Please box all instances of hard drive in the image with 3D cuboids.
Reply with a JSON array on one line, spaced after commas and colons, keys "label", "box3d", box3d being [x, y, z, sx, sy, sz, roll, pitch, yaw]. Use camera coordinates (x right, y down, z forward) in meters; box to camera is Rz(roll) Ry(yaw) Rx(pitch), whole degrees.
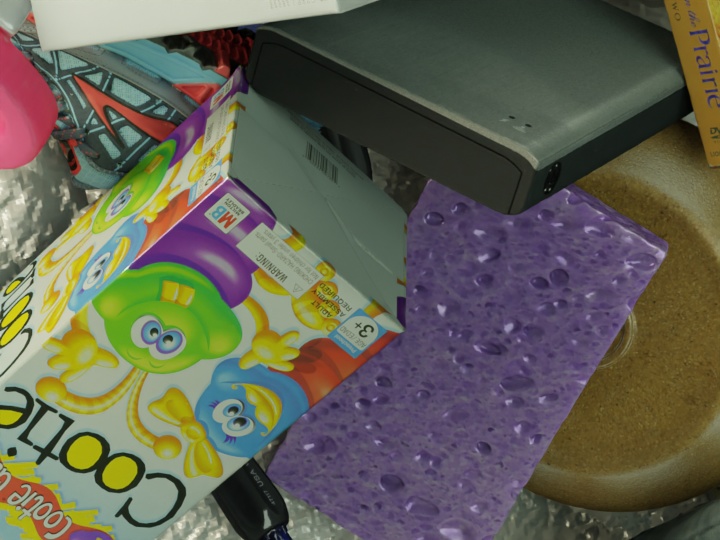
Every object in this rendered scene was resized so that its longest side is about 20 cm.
[{"label": "hard drive", "box3d": [0.059, -0.089, 1.043, 0.200, 0.139, 0.033, -29, 141, -56]}]

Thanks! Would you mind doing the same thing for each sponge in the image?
[{"label": "sponge", "box3d": [0.048, 0.042, 1.098, 0.111, 0.030, 0.201, 31, 108, 4]}]

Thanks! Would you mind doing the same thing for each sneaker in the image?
[{"label": "sneaker", "box3d": [-0.116, -0.079, 1.038, 0.199, 0.079, 0.096, 26, 109, -16]}]

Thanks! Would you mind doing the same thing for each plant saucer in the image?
[{"label": "plant saucer", "box3d": [0.112, 0.023, 1.113, 0.199, 0.035, 0.201, 4, 103, 17]}]

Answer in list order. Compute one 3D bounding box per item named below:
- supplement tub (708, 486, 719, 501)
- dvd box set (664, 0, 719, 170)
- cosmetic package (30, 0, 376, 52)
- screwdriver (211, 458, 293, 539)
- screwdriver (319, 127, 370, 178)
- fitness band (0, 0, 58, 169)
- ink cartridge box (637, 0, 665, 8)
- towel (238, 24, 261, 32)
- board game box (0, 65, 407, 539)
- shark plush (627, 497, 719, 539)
[{"label": "supplement tub", "box3d": [0.242, 0.062, 1.174, 0.144, 0.145, 0.201, -10, 100, -20]}, {"label": "dvd box set", "box3d": [0.189, -0.164, 1.075, 0.146, 0.029, 0.201, -24, 103, -37]}, {"label": "cosmetic package", "box3d": [-0.020, -0.140, 0.976, 0.200, 0.150, 0.052, -27, 111, -52]}, {"label": "screwdriver", "box3d": [-0.018, 0.156, 1.099, 0.028, 0.029, 0.200, -37, 80, 8]}, {"label": "screwdriver", "box3d": [0.000, 0.000, 1.129, 0.029, 0.028, 0.201, -9, 109, 1]}, {"label": "fitness band", "box3d": [-0.211, -0.111, 0.976, 0.200, 0.143, 0.038, 38, 64, -20]}, {"label": "ink cartridge box", "box3d": [0.110, -0.233, 1.105, 0.199, 0.083, 0.146, 26, 79, -26]}, {"label": "towel", "box3d": [-0.077, -0.176, 1.086, 0.144, 0.024, 0.201, 18, 89, -21]}, {"label": "board game box", "box3d": [-0.086, 0.029, 1.015, 0.105, 0.103, 0.200, 41, 114, -20]}, {"label": "shark plush", "box3d": [0.143, 0.130, 1.123, 0.083, 0.200, 0.091, 9, 82, -37]}]
